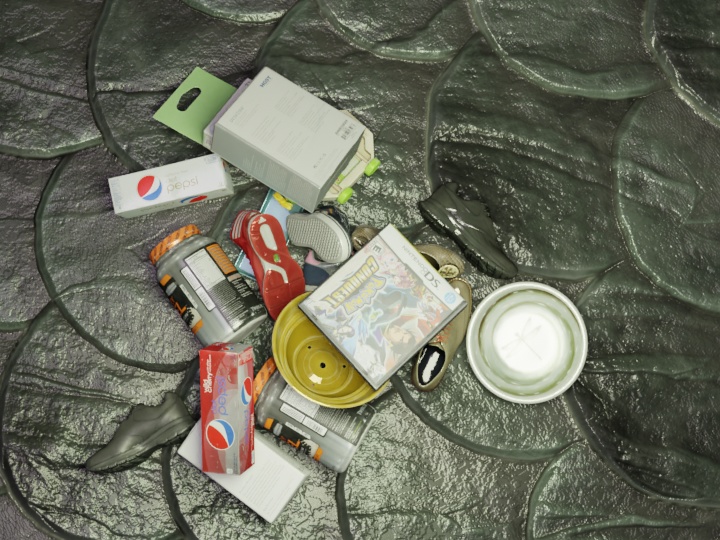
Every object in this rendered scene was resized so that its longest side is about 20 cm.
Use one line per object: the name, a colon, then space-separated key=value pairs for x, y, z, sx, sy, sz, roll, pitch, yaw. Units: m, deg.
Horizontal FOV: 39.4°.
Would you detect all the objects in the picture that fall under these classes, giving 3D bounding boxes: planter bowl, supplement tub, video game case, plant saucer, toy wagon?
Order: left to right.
supplement tub: x=-0.257 y=0.030 z=1.679 sx=0.122 sy=0.123 sz=0.200 roll=-37 pitch=83 yaw=0
plant saucer: x=-0.147 y=-0.077 z=1.732 sx=0.070 sy=0.019 sz=0.201 roll=24 pitch=88 yaw=5
supplement tub: x=-0.085 y=0.233 z=1.651 sx=0.199 sy=0.123 sz=0.123 roll=30 pitch=88 yaw=6
toy wagon: x=-0.070 y=-0.182 z=1.712 sx=0.155 sy=0.040 sz=0.200 roll=42 pitch=82 yaw=6
planter bowl: x=-0.051 y=0.137 z=1.594 sx=0.199 sy=0.084 sz=0.201 roll=8 pitch=60 yaw=-14
video game case: x=0.035 y=0.054 z=1.565 sx=0.200 sy=0.026 sz=0.181 roll=-42 pitch=81 yaw=-11
plant saucer: x=0.275 y=0.120 z=1.671 sx=0.199 sy=0.050 sz=0.201 roll=0 pitch=85 yaw=5

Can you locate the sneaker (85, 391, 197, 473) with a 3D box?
sneaker: x=-0.377 y=0.276 z=1.700 sx=0.199 sy=0.076 sz=0.091 roll=-27 pitch=74 yaw=-6

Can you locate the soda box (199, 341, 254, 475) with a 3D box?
soda box: x=-0.211 y=0.218 z=1.593 sx=0.070 sy=0.063 sz=0.201 roll=3 pitch=98 yaw=18

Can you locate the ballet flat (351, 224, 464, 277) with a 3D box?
ballet flat: x=0.077 y=-0.023 z=1.672 sx=0.199 sy=0.067 sz=0.046 roll=19 pitch=46 yaw=-8

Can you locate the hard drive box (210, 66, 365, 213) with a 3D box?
hard drive box: x=-0.117 y=-0.215 z=1.633 sx=0.200 sy=0.077 sz=0.156 roll=33 pitch=58 yaw=4

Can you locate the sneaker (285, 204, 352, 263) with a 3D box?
sneaker: x=-0.048 y=-0.066 z=1.642 sx=0.079 sy=0.200 sz=0.079 roll=-14 pitch=110 yaw=-25

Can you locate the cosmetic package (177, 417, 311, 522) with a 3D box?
cosmetic package: x=-0.193 y=0.319 z=1.677 sx=0.200 sy=0.074 sz=0.102 roll=37 pitch=89 yaw=8

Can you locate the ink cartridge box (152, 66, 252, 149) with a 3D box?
ink cartridge box: x=-0.230 y=-0.269 z=1.707 sx=0.199 sy=0.048 sz=0.146 roll=31 pitch=58 yaw=3

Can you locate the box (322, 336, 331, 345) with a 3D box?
box: x=0.047 y=0.077 z=1.648 sx=0.119 sy=0.042 sz=0.200 roll=41 pitch=109 yaw=-10

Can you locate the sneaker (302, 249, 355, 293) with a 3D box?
sneaker: x=0.000 y=0.000 z=1.690 sx=0.199 sy=0.070 sz=0.083 roll=-1 pitch=87 yaw=2

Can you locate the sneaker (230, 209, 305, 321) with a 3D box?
sneaker: x=-0.157 y=-0.015 z=1.692 sx=0.078 sy=0.115 sz=0.201 roll=-19 pitch=115 yaw=-22

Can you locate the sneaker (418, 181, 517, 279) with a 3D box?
sneaker: x=0.194 y=-0.068 z=1.677 sx=0.200 sy=0.076 sz=0.091 roll=44 pitch=79 yaw=2

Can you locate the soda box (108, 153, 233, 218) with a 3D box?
soda box: x=-0.324 y=-0.145 z=1.724 sx=0.199 sy=0.068 sz=0.064 roll=-12 pitch=84 yaw=3

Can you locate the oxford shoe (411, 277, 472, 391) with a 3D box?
oxford shoe: x=0.140 y=0.108 z=1.669 sx=0.070 sy=0.075 sz=0.201 roll=17 pitch=87 yaw=5
